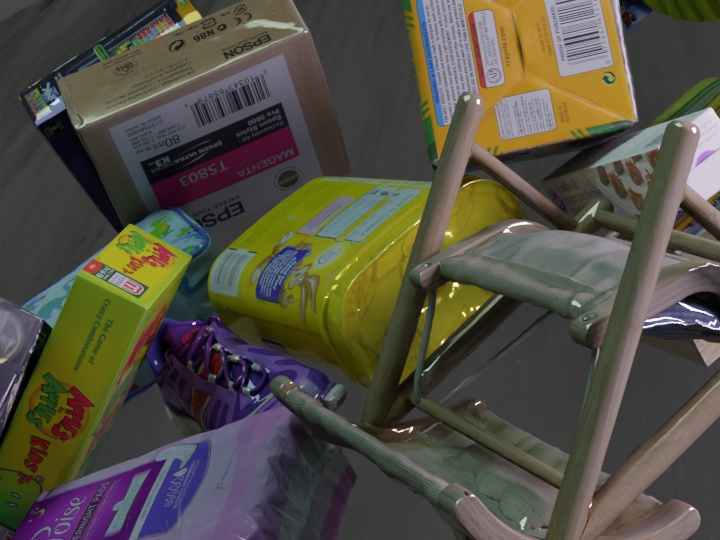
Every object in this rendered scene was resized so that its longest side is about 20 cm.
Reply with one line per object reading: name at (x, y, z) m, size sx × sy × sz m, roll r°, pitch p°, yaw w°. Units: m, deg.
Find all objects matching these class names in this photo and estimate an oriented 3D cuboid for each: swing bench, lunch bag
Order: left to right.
lunch bag at (-0.191, 0.039, 1.085) m, size 0.200 × 0.083 × 0.161 m, roll -37°, pitch 25°, yaw -10°
swing bench at (0.086, 0.034, 0.683) m, size 0.200 × 0.130 × 0.199 m, roll -58°, pitch 28°, yaw -4°

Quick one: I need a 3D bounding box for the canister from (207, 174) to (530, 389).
canister at (0.000, 0.000, 0.922) m, size 0.148 × 0.087 × 0.200 m, roll -41°, pitch 23°, yaw -21°

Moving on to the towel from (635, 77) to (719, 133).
towel at (0.241, -0.083, 0.805) m, size 0.086 × 0.018 × 0.200 m, roll -41°, pitch 25°, yaw -18°

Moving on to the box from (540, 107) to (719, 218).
box at (0.158, -0.055, 0.814) m, size 0.041 × 0.039 × 0.200 m, roll -35°, pitch 5°, yaw -10°

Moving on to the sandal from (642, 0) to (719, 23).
sandal at (0.295, -0.240, 1.048) m, size 0.200 × 0.080 × 0.087 m, roll -2°, pitch 33°, yaw 36°

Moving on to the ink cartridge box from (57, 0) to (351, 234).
ink cartridge box at (-0.123, -0.117, 1.156) m, size 0.200 × 0.165 × 0.075 m, roll -25°, pitch 47°, yaw -5°

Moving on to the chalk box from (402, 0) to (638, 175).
chalk box at (0.094, -0.131, 0.901) m, size 0.124 × 0.125 × 0.200 m, roll -11°, pitch -1°, yaw 3°

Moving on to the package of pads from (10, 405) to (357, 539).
package of pads at (-0.105, 0.152, 0.767) m, size 0.200 × 0.076 × 0.121 m, roll -21°, pitch 23°, yaw 25°

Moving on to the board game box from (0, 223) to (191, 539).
board game box at (-0.177, 0.079, 0.881) m, size 0.200 × 0.048 × 0.102 m, roll -62°, pitch 1°, yaw 20°

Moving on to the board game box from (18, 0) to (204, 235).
board game box at (-0.175, -0.120, 1.230) m, size 0.165 × 0.200 × 0.057 m, roll -35°, pitch 50°, yaw -4°

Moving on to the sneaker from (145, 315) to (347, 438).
sneaker at (-0.087, 0.071, 0.893) m, size 0.081 × 0.084 × 0.200 m, roll -44°, pitch 27°, yaw -25°

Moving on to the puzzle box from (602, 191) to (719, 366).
puzzle box at (0.217, -0.032, 0.789) m, size 0.200 × 0.025 × 0.133 m, roll -39°, pitch 23°, yaw -14°

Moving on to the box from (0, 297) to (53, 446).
box at (-0.244, 0.100, 0.884) m, size 0.161 × 0.049 × 0.200 m, roll -63°, pitch 4°, yaw -9°

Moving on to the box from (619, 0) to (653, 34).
box at (0.180, -0.219, 1.186) m, size 0.200 × 0.038 × 0.137 m, roll -39°, pitch 24°, yaw -16°
